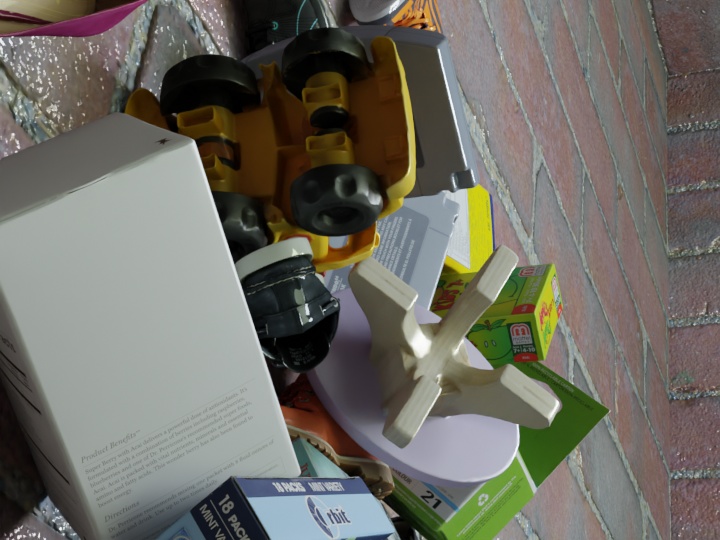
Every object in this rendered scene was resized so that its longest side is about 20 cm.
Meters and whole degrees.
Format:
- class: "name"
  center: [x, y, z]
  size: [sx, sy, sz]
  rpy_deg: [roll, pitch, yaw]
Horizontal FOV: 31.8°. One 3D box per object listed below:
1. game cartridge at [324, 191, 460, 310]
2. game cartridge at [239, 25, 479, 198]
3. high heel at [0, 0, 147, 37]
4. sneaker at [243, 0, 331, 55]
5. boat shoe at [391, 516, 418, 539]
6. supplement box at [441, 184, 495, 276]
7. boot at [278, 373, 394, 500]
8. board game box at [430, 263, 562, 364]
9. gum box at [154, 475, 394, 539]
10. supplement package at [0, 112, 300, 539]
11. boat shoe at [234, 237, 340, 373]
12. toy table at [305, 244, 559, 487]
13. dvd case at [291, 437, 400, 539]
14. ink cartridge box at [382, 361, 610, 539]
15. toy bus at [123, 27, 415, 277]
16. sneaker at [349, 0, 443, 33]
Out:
- class: "game cartridge"
  center: [0.000, 0.000, 1.072]
  size: [0.040, 0.132, 0.202]
  rpy_deg: [-46, -159, 58]
- class: "game cartridge"
  center: [-0.015, -0.116, 0.968]
  size: [0.042, 0.198, 0.135]
  rpy_deg: [-45, 127, -57]
- class: "high heel"
  center: [-0.195, -0.155, 0.665]
  size: [0.200, 0.095, 0.068]
  rpy_deg: [-29, 111, -67]
- class: "sneaker"
  center: [-0.058, -0.169, 1.041]
  size: [0.079, 0.075, 0.202]
  rpy_deg: [-33, 101, -27]
- class: "boat shoe"
  center: [0.013, 0.252, 1.111]
  size: [0.200, 0.073, 0.061]
  rpy_deg: [14, 70, -68]
- class: "supplement box"
  center: [0.055, -0.041, 1.247]
  size: [0.200, 0.108, 0.110]
  rpy_deg: [27, 59, -65]
- class: "boot"
  center: [-0.051, 0.124, 1.012]
  size: [0.200, 0.074, 0.108]
  rpy_deg: [32, 35, -57]
- class: "board game box"
  center: [0.076, 0.046, 1.154]
  size: [0.102, 0.198, 0.048]
  rpy_deg: [-56, 135, -58]
- class: "gum box"
  center: [-0.094, 0.191, 0.705]
  size: [0.045, 0.200, 0.170]
  rpy_deg: [53, 12, 21]
- class: "supplement package"
  center: [-0.132, 0.034, 0.683]
  size: [0.120, 0.119, 0.202]
  rpy_deg: [-25, 114, -23]
- class: "boat shoe"
  center: [-0.046, 0.035, 0.861]
  size: [0.200, 0.074, 0.067]
  rpy_deg: [110, -41, -73]
- class: "toy table"
  center: [0.056, 0.073, 0.973]
  size: [0.117, 0.198, 0.185]
  rpy_deg: [-49, -164, 59]
- class: "dvd case"
  center: [0.010, 0.216, 0.948]
  size: [0.147, 0.022, 0.200]
  rpy_deg: [62, 4, 31]
- class: "ink cartridge box"
  center: [0.102, 0.143, 1.148]
  size: [0.200, 0.147, 0.076]
  rpy_deg: [-44, 136, -13]
- class: "toy bus"
  center: [-0.044, -0.053, 0.887]
  size: [0.192, 0.198, 0.137]
  rpy_deg: [58, 24, -58]
- class: "sneaker"
  center: [0.049, -0.271, 1.337]
  size: [0.201, 0.077, 0.113]
  rpy_deg: [-65, 142, -52]
